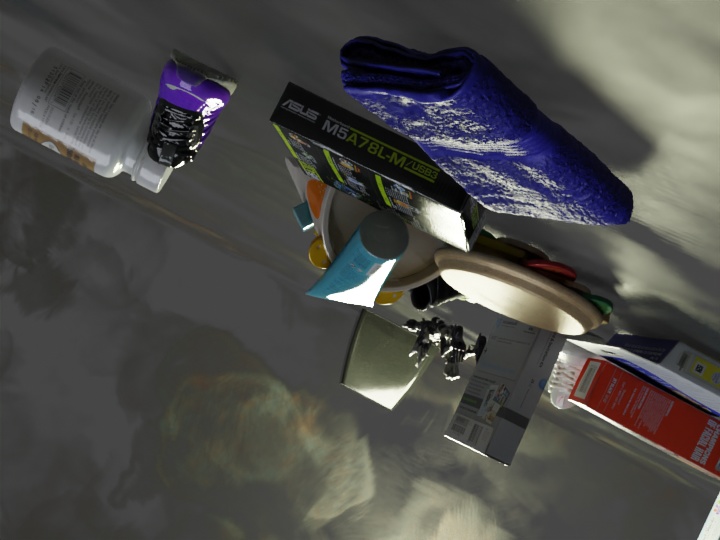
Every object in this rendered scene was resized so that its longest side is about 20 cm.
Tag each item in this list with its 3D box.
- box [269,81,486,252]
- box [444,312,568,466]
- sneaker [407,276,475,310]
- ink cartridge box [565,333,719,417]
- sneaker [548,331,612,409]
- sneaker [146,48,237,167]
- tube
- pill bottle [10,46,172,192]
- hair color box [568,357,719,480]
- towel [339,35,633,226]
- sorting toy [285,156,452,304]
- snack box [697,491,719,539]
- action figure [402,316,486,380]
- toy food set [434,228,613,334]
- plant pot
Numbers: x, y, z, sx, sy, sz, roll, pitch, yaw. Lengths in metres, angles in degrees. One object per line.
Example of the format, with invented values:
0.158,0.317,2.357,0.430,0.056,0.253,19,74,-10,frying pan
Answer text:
0.022,-0.091,1.189,0.192,0.048,0.200,29,175,11,box
0.184,0.133,1.592,0.041,0.202,0.156,25,175,-14,box
0.087,0.012,1.565,0.071,0.083,0.200,23,172,37,sneaker
0.351,0.109,1.433,0.199,0.047,0.198,30,176,-7,ink cartridge box
0.277,0.130,1.645,0.077,0.100,0.200,24,173,25,sneaker
-0.175,-0.150,1.267,0.069,0.100,0.200,25,175,-5,sneaker
0.000,0.000,1.311,0.077,0.051,0.200,16,157,-9,tube
-0.319,-0.181,1.575,0.199,0.115,0.114,28,174,-5,pill bottle
0.356,0.178,1.522,0.198,0.064,0.111,27,177,0,hair color box
0.087,-0.090,0.894,0.199,0.050,0.147,32,173,-38,towel
-0.015,-0.064,1.439,0.199,0.107,0.180,32,-170,-35,sorting toy
0.774,0.574,2.681,0.142,0.202,0.053,30,174,-33,snack box
0.143,0.137,2.283,0.118,0.103,0.200,17,177,-26,action figure
0.172,0.013,1.350,0.198,0.049,0.198,22,170,15,toy food set
0.048,0.216,2.970,0.199,0.179,0.200,28,173,0,plant pot
